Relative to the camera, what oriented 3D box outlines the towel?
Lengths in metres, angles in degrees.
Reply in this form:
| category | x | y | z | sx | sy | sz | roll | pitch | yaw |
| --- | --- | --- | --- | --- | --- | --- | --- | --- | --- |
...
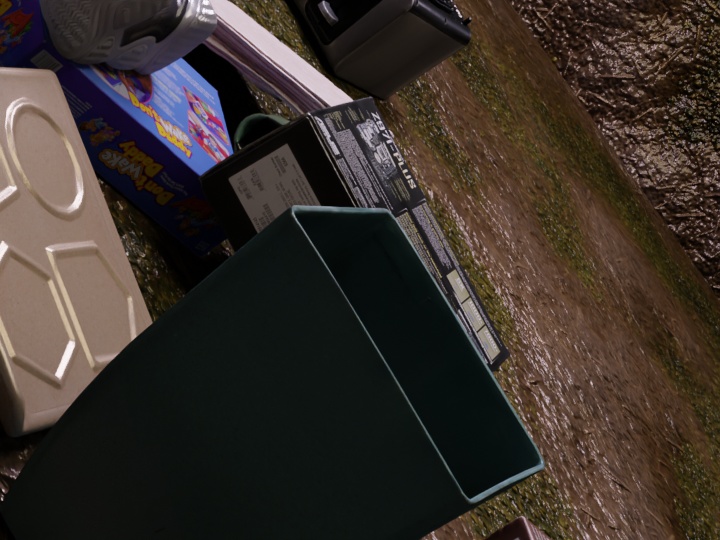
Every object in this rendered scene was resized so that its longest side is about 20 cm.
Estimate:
| category | x | y | z | sx | sy | sz | roll | pitch | yaw |
| --- | --- | --- | --- | --- | --- | --- | --- | --- | --- |
| towel | -0.067 | -0.151 | 1.512 | 0.191 | 0.032 | 0.200 | 39 | 7 | 8 |

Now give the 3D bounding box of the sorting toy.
| category | x | y | z | sx | sy | sz | roll | pitch | yaw |
| --- | --- | --- | --- | --- | --- | --- | --- | --- | --- |
| sorting toy | -0.169 | -0.013 | 1.003 | 0.187 | 0.036 | 0.200 | 68 | 16 | 4 |

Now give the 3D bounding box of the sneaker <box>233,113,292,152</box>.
| category | x | y | z | sx | sy | sz | roll | pitch | yaw |
| --- | --- | --- | --- | --- | --- | --- | --- | --- | --- |
| sneaker | -0.022 | -0.029 | 1.432 | 0.201 | 0.074 | 0.118 | 49 | 8 | 12 |

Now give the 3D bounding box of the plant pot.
| category | x | y | z | sx | sy | sz | roll | pitch | yaw |
| --- | --- | --- | --- | --- | --- | --- | --- | --- | --- |
| plant pot | -0.049 | 0.086 | 0.898 | 0.142 | 0.199 | 0.141 | 58 | 17 | 9 |

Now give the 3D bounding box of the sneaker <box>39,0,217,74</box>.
| category | x | y | z | sx | sy | sz | roll | pitch | yaw |
| --- | --- | --- | --- | --- | --- | --- | --- | --- | --- |
| sneaker | -0.157 | -0.184 | 1.187 | 0.114 | 0.075 | 0.200 | 58 | 10 | 9 |

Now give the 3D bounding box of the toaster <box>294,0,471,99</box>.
| category | x | y | z | sx | sy | sz | roll | pitch | yaw |
| --- | --- | --- | --- | --- | --- | --- | --- | --- | --- |
| toaster | 0.006 | -0.279 | 1.934 | 0.182 | 0.118 | 0.200 | 61 | 17 | 17 |

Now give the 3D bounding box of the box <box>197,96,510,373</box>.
| category | x | y | z | sx | sy | sz | roll | pitch | yaw |
| --- | --- | --- | --- | --- | --- | --- | --- | --- | --- |
| box | 0.000 | 0.000 | 1.280 | 0.201 | 0.086 | 0.164 | 61 | 17 | -1 |

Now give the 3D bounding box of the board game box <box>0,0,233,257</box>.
| category | x | y | z | sx | sy | sz | roll | pitch | yaw |
| --- | --- | --- | --- | --- | --- | --- | --- | --- | --- |
| board game box | -0.156 | -0.115 | 1.265 | 0.200 | 0.045 | 0.135 | 42 | 21 | -41 |

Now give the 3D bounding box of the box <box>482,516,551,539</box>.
| category | x | y | z | sx | sy | sz | roll | pitch | yaw |
| --- | --- | --- | --- | --- | --- | --- | --- | --- | --- |
| box | 0.146 | 0.261 | 1.364 | 0.200 | 0.075 | 0.101 | 41 | 21 | -39 |
